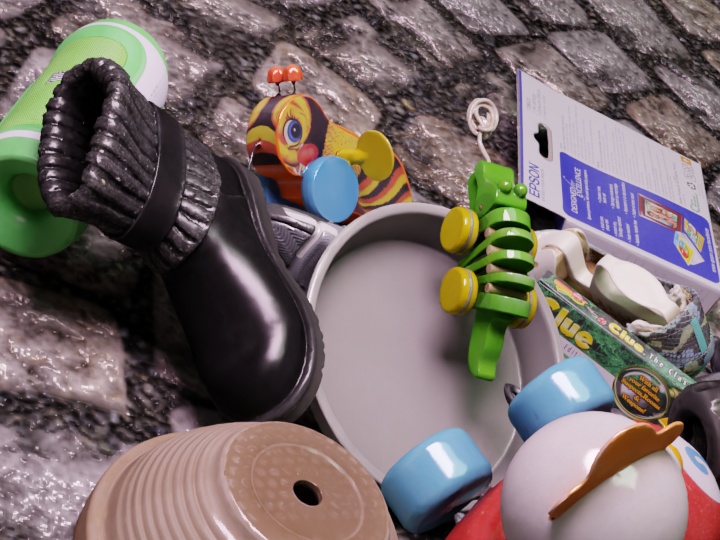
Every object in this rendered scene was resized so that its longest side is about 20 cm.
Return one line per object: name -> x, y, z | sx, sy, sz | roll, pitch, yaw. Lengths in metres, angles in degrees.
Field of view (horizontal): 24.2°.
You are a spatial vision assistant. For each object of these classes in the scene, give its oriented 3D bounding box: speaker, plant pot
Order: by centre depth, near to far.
plant pot -> -0.047, 0.148, 0.907 | 0.199, 0.093, 0.202 | 23, 34, -16
speaker -> -0.188, -0.092, 1.103 | 0.088, 0.089, 0.201 | 28, 33, -6

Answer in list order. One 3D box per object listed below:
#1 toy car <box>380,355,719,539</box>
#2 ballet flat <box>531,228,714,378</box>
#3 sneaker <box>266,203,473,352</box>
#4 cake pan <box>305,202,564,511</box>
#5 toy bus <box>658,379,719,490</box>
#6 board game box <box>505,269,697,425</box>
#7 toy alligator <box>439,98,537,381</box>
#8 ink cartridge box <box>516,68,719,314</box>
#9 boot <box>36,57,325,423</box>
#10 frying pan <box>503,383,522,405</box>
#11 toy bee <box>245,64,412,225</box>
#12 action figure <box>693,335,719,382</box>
toy car -> 0.130, 0.123, 0.873 | 0.176, 0.201, 0.185 | -27, 69, -22
ballet flat -> 0.165, 0.006, 1.185 | 0.199, 0.075, 0.074 | 27, 25, 36
sneaker -> 0.000, 0.000, 1.165 | 0.199, 0.075, 0.116 | 34, 27, -18
cake pan -> 0.043, 0.057, 1.077 | 0.198, 0.037, 0.203 | 12, 67, -29
toy bus -> 0.279, 0.150, 0.988 | 0.134, 0.200, 0.194 | -1, 78, -20
board game box -> 0.178, 0.099, 1.145 | 0.199, 0.105, 0.023 | 38, 35, 7
toy alligator -> 0.090, -0.031, 1.082 | 0.059, 0.054, 0.202 | 15, 65, -28
ink cartridge box -> 0.211, -0.067, 1.443 | 0.198, 0.047, 0.199 | 23, 36, -12
boot -> -0.110, -0.013, 0.986 | 0.158, 0.079, 0.212 | 38, 23, -51
frying pan -> 0.130, 0.154, 1.014 | 0.189, 0.031, 0.115 | 39, 35, 19
toy bee -> -0.034, -0.086, 1.183 | 0.130, 0.110, 0.200 | 4, -2, 25
action figure -> 0.313, 0.082, 1.285 | 0.198, 0.103, 0.119 | 13, 26, -24
